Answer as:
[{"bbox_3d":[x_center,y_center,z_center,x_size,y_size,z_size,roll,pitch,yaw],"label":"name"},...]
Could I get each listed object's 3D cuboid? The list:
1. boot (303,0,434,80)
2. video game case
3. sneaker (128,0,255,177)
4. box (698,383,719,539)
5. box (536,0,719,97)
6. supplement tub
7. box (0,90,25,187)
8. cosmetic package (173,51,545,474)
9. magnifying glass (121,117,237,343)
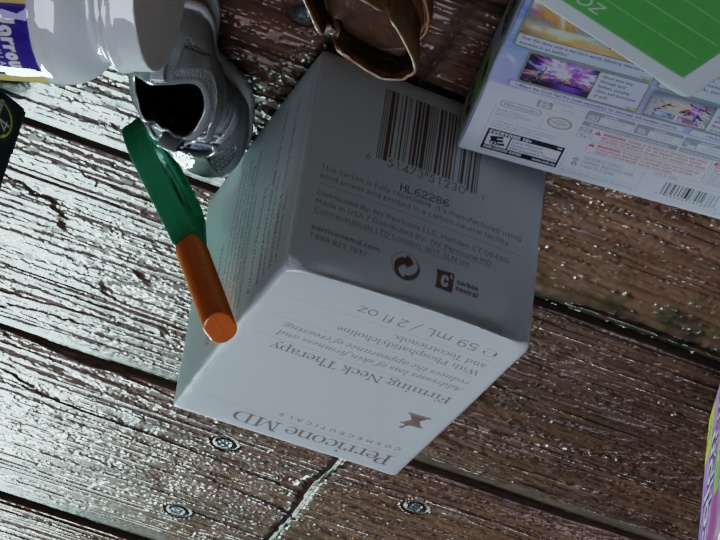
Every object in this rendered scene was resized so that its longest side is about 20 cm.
[{"bbox_3d":[-0.020,-0.206,1.262,0.200,0.155,0.074,34,140,-30],"label":"boot"},{"bbox_3d":[0.177,-0.114,1.436,0.200,0.046,0.181,15,147,-6],"label":"video game case"},{"bbox_3d":[-0.116,-0.104,1.496,0.075,0.082,0.200,4,154,11],"label":"sneaker"},{"bbox_3d":[0.291,0.132,1.644,0.096,0.176,0.200,8,147,5],"label":"box"},{"bbox_3d":[0.145,-0.233,1.135,0.199,0.200,0.171,29,140,-23],"label":"box"},{"bbox_3d":[-0.208,-0.180,1.363,0.200,0.146,0.146,5,146,10],"label":"supplement tub"},{"bbox_3d":[-0.322,-0.029,1.605,0.200,0.161,0.049,-18,136,38],"label":"box"},{"bbox_3d":[0.000,0.000,1.542,0.167,0.167,0.200,18,146,-16],"label":"cosmetic package"},{"bbox_3d":[-0.112,-0.026,1.519,0.022,0.200,0.080,-30,132,3],"label":"magnifying glass"}]
